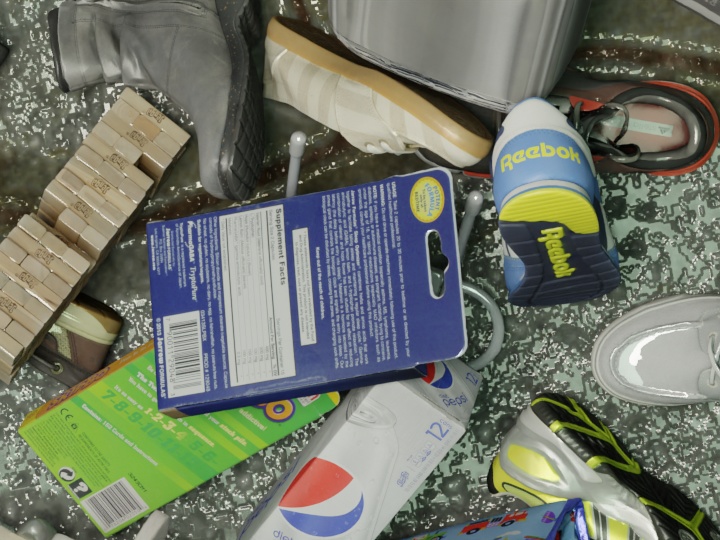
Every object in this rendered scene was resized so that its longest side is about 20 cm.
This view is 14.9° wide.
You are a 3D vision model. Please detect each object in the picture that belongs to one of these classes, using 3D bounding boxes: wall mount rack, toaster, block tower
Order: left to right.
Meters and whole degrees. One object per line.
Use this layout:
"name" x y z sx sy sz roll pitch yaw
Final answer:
"block tower" -0.187 -0.019 1.734 0.058 0.054 0.200 37 66 2
"wall mount rack" 0.000 0.000 1.738 0.199 0.075 0.175 18 113 3
"toaster" 0.068 -0.182 1.662 0.199 0.130 0.114 22 52 11

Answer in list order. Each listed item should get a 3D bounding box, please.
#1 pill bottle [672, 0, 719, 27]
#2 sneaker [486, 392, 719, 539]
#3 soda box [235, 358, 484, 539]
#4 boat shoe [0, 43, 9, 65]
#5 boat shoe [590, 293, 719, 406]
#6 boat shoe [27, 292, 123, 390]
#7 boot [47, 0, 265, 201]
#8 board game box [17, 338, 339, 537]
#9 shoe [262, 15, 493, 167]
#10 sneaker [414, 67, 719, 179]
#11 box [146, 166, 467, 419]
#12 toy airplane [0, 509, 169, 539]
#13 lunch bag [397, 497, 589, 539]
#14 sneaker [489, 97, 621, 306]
"pill bottle" 0.197 -0.228 1.697 0.199 0.113 0.114 30 97 1
"sneaker" 0.167 0.169 1.761 0.200 0.075 0.076 45 112 6
"soda box" -0.007 0.131 1.728 0.063 0.068 0.200 35 120 -6
"boat shoe" -0.306 -0.193 1.770 0.057 0.069 0.200 -41 96 -1
"boat shoe" 0.245 0.054 1.738 0.198 0.069 0.073 2 95 5
"boat shoe" -0.254 0.021 1.776 0.199 0.073 0.065 21 91 3
"boot" -0.129 -0.121 1.726 0.131 0.070 0.201 -6 53 5
"board game box" -0.113 0.088 1.753 0.199 0.030 0.096 -29 108 26
"shoe" 0.007 -0.100 1.711 0.200 0.070 0.054 32 102 43
"sneaker" 0.126 -0.095 1.729 0.198 0.082 0.078 -1 95 5
"box" -0.030 0.014 1.661 0.199 0.032 0.122 -10 73 19
"toy airplane" -0.143 0.221 1.750 0.198 0.141 0.201 -17 109 37
"lunch bag" 0.048 0.218 1.666 0.150 0.200 0.095 -17 93 25
"sneaker" 0.118 -0.036 1.691 0.073 0.200 0.083 -9 67 1
